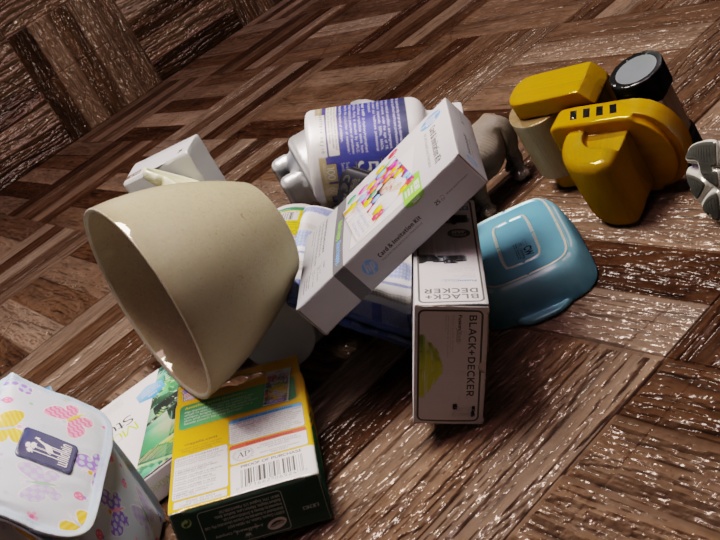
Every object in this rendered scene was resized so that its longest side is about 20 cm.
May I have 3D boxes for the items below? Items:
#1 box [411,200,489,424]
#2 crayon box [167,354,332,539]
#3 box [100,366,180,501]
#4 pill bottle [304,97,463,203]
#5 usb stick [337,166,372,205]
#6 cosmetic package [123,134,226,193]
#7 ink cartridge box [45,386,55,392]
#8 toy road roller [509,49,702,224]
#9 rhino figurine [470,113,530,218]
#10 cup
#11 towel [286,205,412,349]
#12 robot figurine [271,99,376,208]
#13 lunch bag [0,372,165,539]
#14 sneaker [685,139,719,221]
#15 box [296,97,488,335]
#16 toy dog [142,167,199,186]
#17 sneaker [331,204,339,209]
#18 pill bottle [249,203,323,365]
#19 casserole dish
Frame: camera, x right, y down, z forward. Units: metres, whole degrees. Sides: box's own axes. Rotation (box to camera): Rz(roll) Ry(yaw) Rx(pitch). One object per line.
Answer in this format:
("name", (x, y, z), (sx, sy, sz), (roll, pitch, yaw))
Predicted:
("box", (0.075, 0.029, 0.854), (0.060, 0.118, 0.200), (0, 29, 2))
("crayon box", (-0.100, 0.158, 0.862), (0.125, 0.052, 0.200), (-15, 25, -2))
("box", (-0.223, 0.175, 1.015), (0.144, 0.037, 0.200), (-37, 27, -15))
("pill bottle", (0.035, -0.156, 1.235), (0.198, 0.121, 0.120), (-8, 27, 3))
("usb stick", (0.039, -0.073, 1.070), (0.032, 0.056, 0.199), (3, 13, -37))
("cosmetic package", (-0.207, -0.064, 1.261), (0.101, 0.201, 0.074), (-22, 24, 13))
("ink cartridge box", (-0.439, 0.224, 1.122), (0.199, 0.068, 0.116), (-23, 24, 15))
("toy road roller", (0.237, -0.124, 0.988), (0.199, 0.123, 0.147), (-2, 47, 45))
("rhino figurine", (0.123, -0.104, 1.109), (0.060, 0.088, 0.200), (-1, 39, 49))
("cup", (-0.142, -0.004, 0.905), (0.143, 0.201, 0.200), (-35, 24, -24))
("towel", (0.000, 0.000, 1.011), (0.201, 0.146, 0.024), (-85, 15, -60))
("robot figurine", (-0.023, -0.164, 1.357), (0.199, 0.113, 0.170), (-29, 52, 0))
("lunch bag", (-0.255, 0.203, 0.795), (0.126, 0.201, 0.170), (-25, 23, 9))
("sneaker", (0.376, -0.081, 0.827), (0.199, 0.081, 0.083), (10, 28, 45))
("box", (0.025, -0.052, 0.882), (0.200, 0.041, 0.156), (-43, 19, 20))
("toy dog", (-0.208, -0.002, 1.172), (0.139, 0.193, 0.202), (28, 101, 42))
("sneaker", (0.014, -0.076, 1.200), (0.199, 0.076, 0.088), (-24, 18, 12))
("pill bottle", (-0.078, 0.017, 1.067), (0.112, 0.113, 0.200), (-22, 25, 16))
("casserole dish", (0.159, -0.015, 0.957), (0.120, 0.039, 0.200), (-25, 25, 11))
